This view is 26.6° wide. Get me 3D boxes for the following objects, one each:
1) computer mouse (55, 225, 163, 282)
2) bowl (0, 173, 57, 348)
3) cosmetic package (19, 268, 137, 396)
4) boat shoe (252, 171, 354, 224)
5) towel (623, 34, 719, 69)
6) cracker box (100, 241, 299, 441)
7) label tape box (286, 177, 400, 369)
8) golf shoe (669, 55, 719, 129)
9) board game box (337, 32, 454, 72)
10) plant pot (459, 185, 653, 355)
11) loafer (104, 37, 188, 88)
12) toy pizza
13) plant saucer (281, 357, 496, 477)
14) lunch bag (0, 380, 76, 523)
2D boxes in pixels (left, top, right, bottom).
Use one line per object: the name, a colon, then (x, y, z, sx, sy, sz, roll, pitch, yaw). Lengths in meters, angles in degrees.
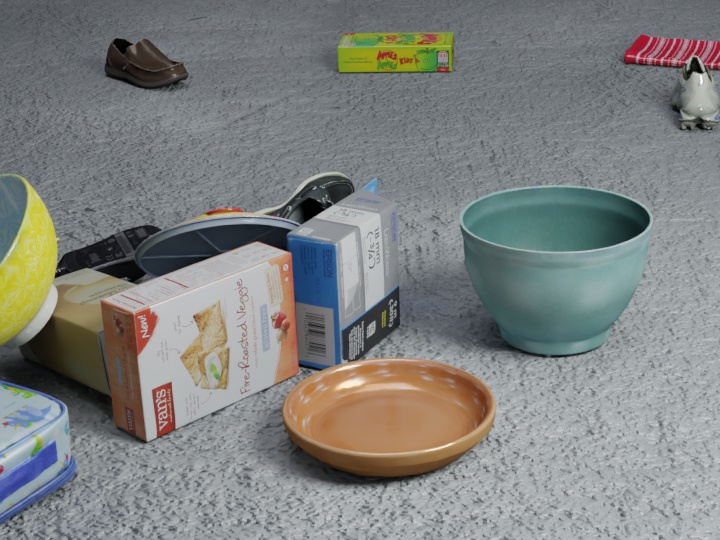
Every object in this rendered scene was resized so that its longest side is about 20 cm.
computer mouse: (-0.329, -0.007, 1.810, 0.199, 0.046, 0.140, -24, 32, -18)
bowl: (-0.366, 0.015, 1.516, 0.199, 0.108, 0.201, -27, 39, 24)
cosmetic package: (-0.268, 0.059, 1.563, 0.105, 0.071, 0.199, -23, 22, -35)
boat shoe: (-0.065, -0.064, 1.881, 0.066, 0.075, 0.199, 19, 31, 38)
towel: (0.572, -0.383, 2.676, 0.199, 0.023, 0.145, 7, 25, 22)
cracker box: (-0.152, 0.066, 1.487, 0.199, 0.135, 0.058, -22, 29, -39)
label tape box: (0.000, 0.000, 1.620, 0.063, 0.145, 0.200, 9, 25, 27)
golf shoe: (0.519, -0.286, 2.343, 0.078, 0.098, 0.200, -2, 20, 5)
board game box: (0.064, -0.387, 2.699, 0.199, 0.048, 0.102, 0, 22, 6)
plant pot: (0.205, 0.006, 1.599, 0.199, 0.135, 0.200, -3, 22, 1)
loafer: (-0.380, -0.366, 2.659, 0.199, 0.071, 0.073, 16, 28, 38)
toy pizza: (-0.154, -0.031, 1.707, 0.199, 0.032, 0.200, -8, -19, -3)
plant saucer: (0.027, 0.139, 1.420, 0.199, 0.038, 0.200, -2, 21, 1)
lunch bag: (-0.355, 0.170, 1.321, 0.160, 0.083, 0.200, 9, 25, 29)
